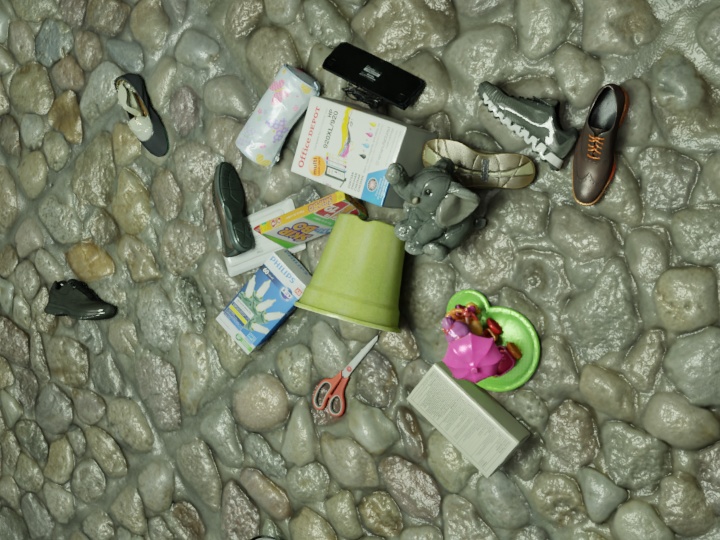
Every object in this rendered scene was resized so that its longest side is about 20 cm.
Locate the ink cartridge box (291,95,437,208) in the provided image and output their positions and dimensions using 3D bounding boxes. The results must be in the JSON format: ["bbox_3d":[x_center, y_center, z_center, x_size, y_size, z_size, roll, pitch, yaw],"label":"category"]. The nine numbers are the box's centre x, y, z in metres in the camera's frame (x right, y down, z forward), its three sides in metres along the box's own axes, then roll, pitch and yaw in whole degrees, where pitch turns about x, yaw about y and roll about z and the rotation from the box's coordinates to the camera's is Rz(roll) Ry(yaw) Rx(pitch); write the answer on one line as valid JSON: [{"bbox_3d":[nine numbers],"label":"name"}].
[{"bbox_3d":[0.006,-0.213,1.503,0.200,0.145,0.148,24,104,24],"label":"ink cartridge box"}]

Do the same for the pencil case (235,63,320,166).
[{"bbox_3d":[-0.161,-0.300,1.621,0.091,0.083,0.200,40,110,16],"label":"pencil case"}]

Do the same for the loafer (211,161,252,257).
[{"bbox_3d":[-0.274,-0.122,1.687,0.063,0.072,0.200,-26,68,31],"label":"loafer"}]

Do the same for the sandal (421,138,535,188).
[{"bbox_3d":[0.206,-0.183,1.457,0.200,0.054,0.081,9,103,12],"label":"sandal"}]

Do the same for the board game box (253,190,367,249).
[{"bbox_3d":[-0.097,-0.092,1.578,0.200,0.096,0.030,-18,65,21],"label":"board game box"}]

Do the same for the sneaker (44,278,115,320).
[{"bbox_3d":[-0.645,0.067,1.907,0.200,0.076,0.091,7,90,25],"label":"sneaker"}]

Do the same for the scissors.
[{"bbox_3d":[-0.033,0.196,1.623,0.073,0.014,0.200,32,109,24],"label":"scissors"}]

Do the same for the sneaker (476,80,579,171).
[{"bbox_3d":[0.287,-0.263,1.400,0.200,0.066,0.091,46,109,14],"label":"sneaker"}]

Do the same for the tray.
[{"bbox_3d":[-0.209,-0.065,1.695,0.200,0.022,0.108,-20,85,27],"label":"tray"}]

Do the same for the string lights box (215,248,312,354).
[{"bbox_3d":[-0.187,0.061,1.664,0.103,0.059,0.200,46,113,8],"label":"string lights box"}]

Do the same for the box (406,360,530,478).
[{"bbox_3d":[0.191,0.258,1.473,0.200,0.078,0.095,44,111,18],"label":"box"}]

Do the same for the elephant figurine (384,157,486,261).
[{"bbox_3d":[0.129,-0.120,1.383,0.141,0.155,0.200,24,144,17],"label":"elephant figurine"}]

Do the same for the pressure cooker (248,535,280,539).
[{"bbox_3d":[-0.198,0.629,1.647,0.179,0.176,0.200,46,116,14],"label":"pressure cooker"}]

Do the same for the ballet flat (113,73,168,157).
[{"bbox_3d":[-0.480,-0.335,1.795,0.073,0.073,0.200,-27,81,26],"label":"ballet flat"}]

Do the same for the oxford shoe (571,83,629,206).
[{"bbox_3d":[0.378,-0.204,1.348,0.071,0.073,0.200,14,100,26],"label":"oxford shoe"}]

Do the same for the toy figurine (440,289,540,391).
[{"bbox_3d":[0.191,0.116,1.399,0.150,0.184,0.200,-42,72,18],"label":"toy figurine"}]

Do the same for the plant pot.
[{"bbox_3d":[0.000,0.000,1.509,0.200,0.200,0.185,15,89,26],"label":"plant pot"}]

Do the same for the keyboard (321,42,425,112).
[{"bbox_3d":[0.015,-0.347,1.546,0.200,0.040,0.104,32,68,24],"label":"keyboard"}]
